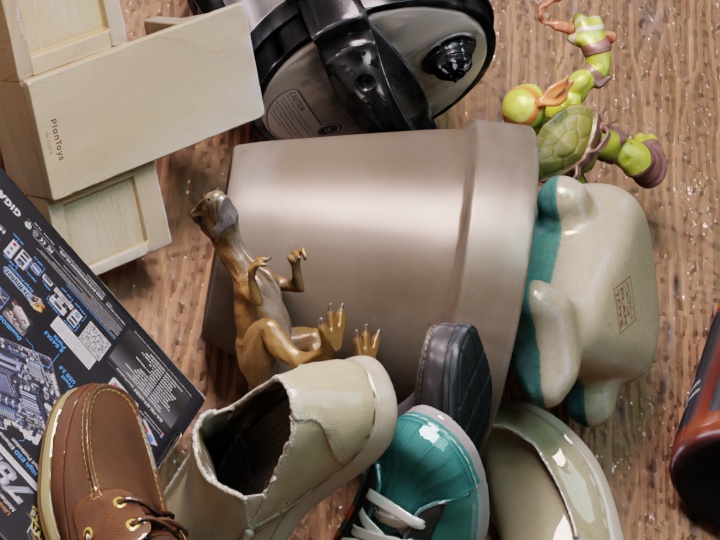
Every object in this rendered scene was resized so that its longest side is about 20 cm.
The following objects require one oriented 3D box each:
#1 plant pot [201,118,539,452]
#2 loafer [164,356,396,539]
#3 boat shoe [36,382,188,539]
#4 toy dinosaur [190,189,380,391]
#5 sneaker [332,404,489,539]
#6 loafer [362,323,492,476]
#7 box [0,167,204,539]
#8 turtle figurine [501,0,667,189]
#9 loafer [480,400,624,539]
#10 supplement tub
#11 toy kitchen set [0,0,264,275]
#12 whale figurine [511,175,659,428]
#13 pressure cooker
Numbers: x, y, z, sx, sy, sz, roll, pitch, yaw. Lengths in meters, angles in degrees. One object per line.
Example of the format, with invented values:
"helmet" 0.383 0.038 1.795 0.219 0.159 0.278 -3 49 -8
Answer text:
"plant pot" 0.000 0.000 1.513 0.173 0.200 0.200 9 52 -4
"loafer" -0.065 0.108 1.358 0.068 0.200 0.076 16 40 -40
"boat shoe" -0.114 0.145 1.307 0.072 0.067 0.201 20 50 -43
"toy dinosaur" -0.048 0.051 1.435 0.060 0.106 0.201 -17 103 -58
"sneaker" 0.012 0.164 1.377 0.071 0.200 0.080 31 40 22
"loafer" 0.028 0.106 1.430 0.072 0.200 0.073 17 40 13
"box" -0.193 0.059 1.374 0.200 0.050 0.199 49 35 -13
"turtle figurine" 0.138 -0.089 1.652 0.064 0.200 0.161 33 0 40
"loafer" 0.115 0.169 1.516 0.068 0.076 0.200 -12 67 -40
"supplement tub" 0.270 0.069 1.660 0.107 0.107 0.200 31 48 -7
"toy kitchen set" -0.181 -0.119 1.551 0.163 0.180 0.201 -24 112 -37
"whale figurine" 0.116 0.021 1.578 0.200 0.103 0.160 -40 124 -63
"pressure cooker" -0.010 -0.169 1.615 0.175 0.179 0.200 -1 58 -35
